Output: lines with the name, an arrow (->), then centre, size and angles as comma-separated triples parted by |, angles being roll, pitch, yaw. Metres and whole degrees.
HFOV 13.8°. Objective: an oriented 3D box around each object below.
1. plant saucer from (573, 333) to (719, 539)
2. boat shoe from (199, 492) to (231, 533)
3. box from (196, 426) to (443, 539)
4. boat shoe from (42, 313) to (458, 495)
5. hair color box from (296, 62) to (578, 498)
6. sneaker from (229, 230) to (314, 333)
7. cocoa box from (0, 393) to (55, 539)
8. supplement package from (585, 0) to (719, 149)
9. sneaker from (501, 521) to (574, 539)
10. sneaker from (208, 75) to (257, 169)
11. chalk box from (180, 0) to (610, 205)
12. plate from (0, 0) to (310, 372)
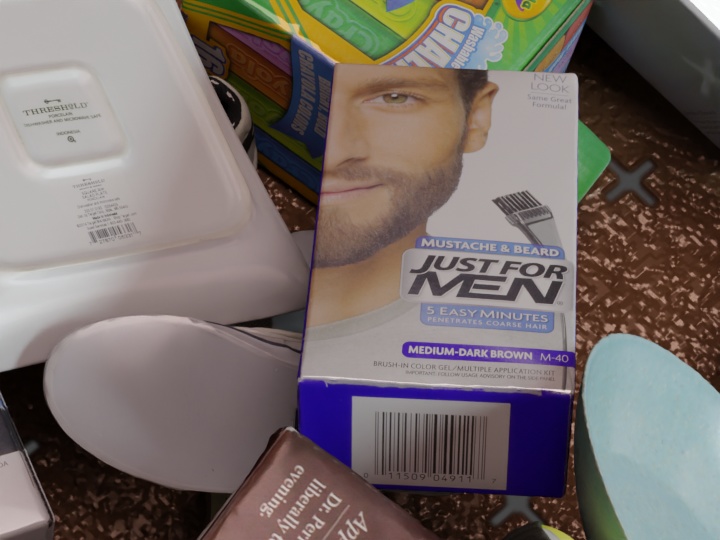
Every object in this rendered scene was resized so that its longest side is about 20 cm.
plant saucer -> 0.135, 0.120, 1.153 | 0.201, 0.039, 0.201 | 43, 26, -26
boat shoe -> -0.027, 0.124, 1.288 | 0.076, 0.072, 0.201 | -20, 62, 20
box -> -0.012, 0.199, 1.149 | 0.200, 0.164, 0.166 | 38, 68, 2
boat shoe -> -0.039, 0.056, 1.256 | 0.199, 0.066, 0.072 | 3, 91, -14
hair color box -> 0.034, 0.000, 1.219 | 0.109, 0.065, 0.201 | 3, 40, 2
sneaker -> 0.000, 0.000, 1.349 | 0.199, 0.115, 0.076 | 10, 60, -4
cocoa box -> -0.245, 0.107, 1.238 | 0.199, 0.134, 0.132 | -17, 64, -18
supplement package -> 0.173, -0.154, 1.402 | 0.200, 0.120, 0.121 | 41, 79, -14
sneaker -> 0.100, 0.183, 1.060 | 0.090, 0.078, 0.201 | 0, 60, -44
sneaker -> -0.141, -0.041, 1.365 | 0.199, 0.088, 0.076 | -23, 69, -19
chalk box -> 0.026, -0.097, 1.401 | 0.200, 0.124, 0.125 | 35, 62, 10
plate -> -0.133, -0.057, 1.282 | 0.199, 0.032, 0.201 | -11, 62, -34
